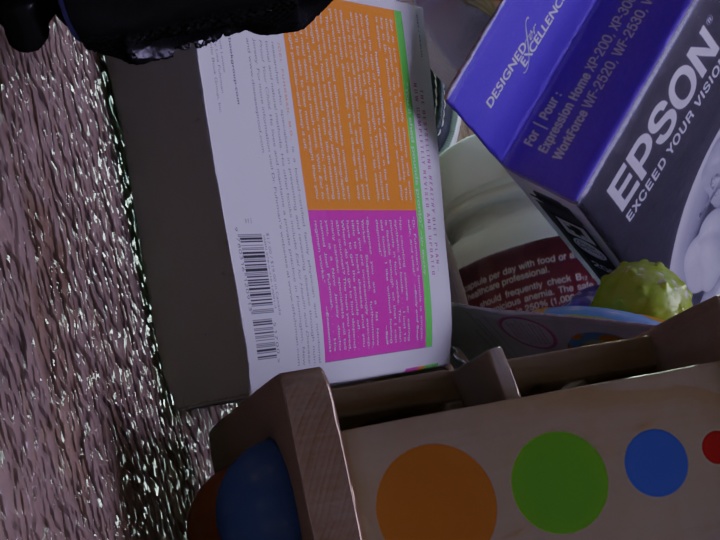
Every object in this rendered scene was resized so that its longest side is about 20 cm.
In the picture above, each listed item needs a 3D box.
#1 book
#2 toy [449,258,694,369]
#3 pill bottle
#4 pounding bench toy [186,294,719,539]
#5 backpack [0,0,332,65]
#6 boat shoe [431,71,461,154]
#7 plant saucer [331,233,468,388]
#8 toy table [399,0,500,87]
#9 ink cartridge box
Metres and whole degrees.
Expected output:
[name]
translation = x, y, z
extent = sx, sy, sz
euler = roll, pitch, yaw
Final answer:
[book]
translation = -0.020, -0.027, 0.866
extent = 0.200, 0.048, 0.134
euler = 0, 79, -71
[toy]
translation = 0.121, 0.029, 0.979
extent = 0.115, 0.199, 0.047
euler = 47, 60, -49
[pill bottle]
translation = 0.095, 0.039, 1.193
extent = 0.114, 0.114, 0.201
euler = 61, 18, -71
[pounding bench toy]
translation = 0.027, 0.095, 0.783
extent = 0.200, 0.155, 0.125
euler = 139, -59, -74
[backpack]
translation = -0.041, -0.160, 0.670
extent = 0.200, 0.134, 0.184
euler = -91, 169, -74
[boat shoe]
translation = -0.002, -0.147, 1.339
extent = 0.060, 0.075, 0.201
euler = 57, 10, -76
[plant saucer]
translation = 0.000, 0.000, 1.021
extent = 0.200, 0.029, 0.201
euler = 54, 25, -39
[toy table]
translation = 0.089, -0.138, 1.091
extent = 0.184, 0.117, 0.200
euler = -55, 132, -15
[ink cartridge box]
translation = 0.131, -0.093, 1.011
extent = 0.199, 0.043, 0.200
euler = -60, 143, -11
